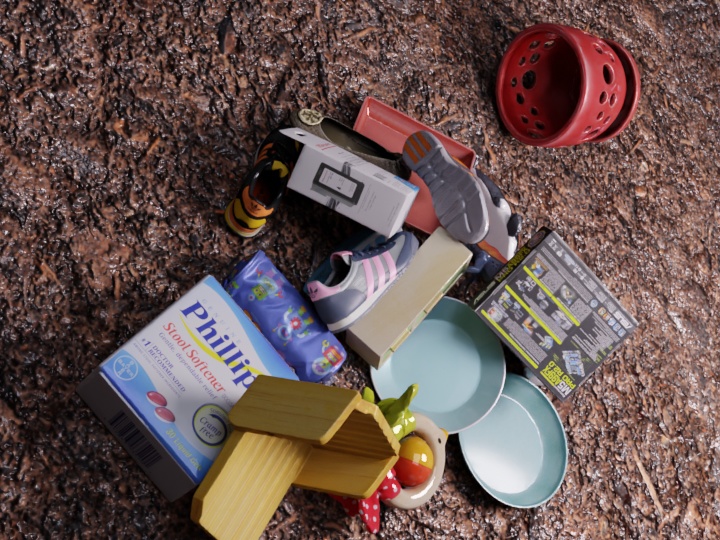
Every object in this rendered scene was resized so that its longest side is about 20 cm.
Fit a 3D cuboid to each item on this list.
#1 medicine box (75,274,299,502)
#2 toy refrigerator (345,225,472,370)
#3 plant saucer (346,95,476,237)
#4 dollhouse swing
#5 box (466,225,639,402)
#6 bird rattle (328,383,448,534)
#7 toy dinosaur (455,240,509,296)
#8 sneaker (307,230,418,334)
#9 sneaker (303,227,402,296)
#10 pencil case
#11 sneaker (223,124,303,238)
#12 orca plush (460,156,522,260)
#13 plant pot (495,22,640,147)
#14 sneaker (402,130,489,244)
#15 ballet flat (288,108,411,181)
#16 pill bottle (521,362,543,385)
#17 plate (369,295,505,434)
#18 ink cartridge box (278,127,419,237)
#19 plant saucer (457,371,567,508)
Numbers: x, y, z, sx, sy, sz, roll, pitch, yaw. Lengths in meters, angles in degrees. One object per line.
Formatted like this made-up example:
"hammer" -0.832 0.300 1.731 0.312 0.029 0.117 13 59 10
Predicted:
"medicine box" -0.208 0.142 1.355 0.183 0.103 0.200 49 53 -3
"toy refrigerator" 0.070 0.041 1.546 0.070 0.076 0.200 40 73 11
"plant saucer" 0.065 -0.148 1.683 0.198 0.037 0.201 26 52 -8
"dollhouse swing" -0.071 0.249 1.300 0.180 0.201 0.177 7 61 20
"box" 0.274 0.063 1.574 0.160 0.044 0.200 -45 106 2
"bird rattle" 0.052 0.253 1.467 0.162 0.112 0.202 26 63 -34
"toy dinosaur" 0.200 0.000 1.660 0.197 0.105 0.184 -13 77 -5
"sneaker" 0.005 -0.007 1.491 0.082 0.070 0.200 55 51 -17
"sneaker" 0.000 0.000 1.581 0.200 0.076 0.081 -46 111 -36
"pencil case" -0.104 0.071 1.471 0.087 0.078 0.201 -41 93 -28
"sneaker" -0.118 -0.138 1.550 0.070 0.090 0.201 35 54 -14
"orca plush" 0.206 -0.075 1.749 0.071 0.105 0.201 18 38 -56
"plant pot" 0.356 -0.310 1.871 0.181 0.200 0.203 -6 72 -42
"sneaker" 0.145 -0.114 1.595 0.112 0.077 0.201 24 34 -55
"ballet flat" -0.011 -0.186 1.616 0.199 0.046 0.068 30 47 -6
"pill bottle" 0.291 0.066 1.704 0.110 0.111 0.202 7 65 -30
"plate" 0.108 0.135 1.578 0.197 0.026 0.203 3 72 -8
"ink cartridge box" -0.026 -0.125 1.533 0.198 0.068 0.116 27 13 6
"plant saucer" 0.216 0.250 1.619 0.198 0.036 0.202 13 62 -26
